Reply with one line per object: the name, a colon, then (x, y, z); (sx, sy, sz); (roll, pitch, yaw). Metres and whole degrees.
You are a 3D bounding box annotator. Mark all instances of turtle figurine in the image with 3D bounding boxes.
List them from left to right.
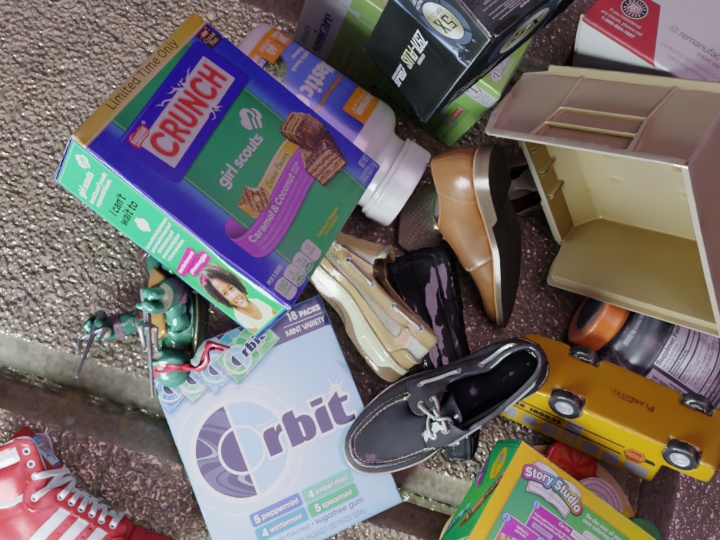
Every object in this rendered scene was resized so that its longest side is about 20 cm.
turtle figurine: (-0.176, 0.024, 0.764); (0.100, 0.149, 0.203); (15, 60, -39)

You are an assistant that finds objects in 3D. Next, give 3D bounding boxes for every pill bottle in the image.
pill bottle: (-0.037, -0.129, 0.840); (0.199, 0.112, 0.113); (32, 73, -5)
pill bottle: (0.301, 0.094, 0.878); (0.199, 0.106, 0.107); (34, 73, -4)

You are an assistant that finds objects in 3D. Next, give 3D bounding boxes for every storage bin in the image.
storage bin: (0.226, -0.064, 0.777); (0.094, 0.197, 0.201); (-51, 134, -21)

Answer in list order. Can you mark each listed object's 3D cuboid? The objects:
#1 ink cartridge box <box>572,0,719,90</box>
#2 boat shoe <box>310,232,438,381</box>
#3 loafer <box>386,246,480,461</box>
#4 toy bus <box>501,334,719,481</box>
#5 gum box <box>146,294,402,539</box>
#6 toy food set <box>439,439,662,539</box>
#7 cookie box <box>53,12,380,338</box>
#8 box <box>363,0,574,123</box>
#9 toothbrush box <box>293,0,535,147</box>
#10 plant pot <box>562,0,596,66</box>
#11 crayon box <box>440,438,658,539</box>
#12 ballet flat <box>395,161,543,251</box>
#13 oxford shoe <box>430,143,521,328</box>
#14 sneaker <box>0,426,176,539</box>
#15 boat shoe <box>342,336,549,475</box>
ink cartridge box: (0.301, -0.224, 0.771); (0.146, 0.083, 0.200); (39, 78, 20)
boat shoe: (0.000, 0.000, 0.827); (0.076, 0.072, 0.201); (-39, 80, 14)
loafer: (0.070, 0.080, 0.852); (0.069, 0.068, 0.204); (-12, 85, 14)
toy bus: (0.227, 0.131, 0.828); (0.198, 0.079, 0.065); (23, 53, 15)
gum box: (-0.077, 0.147, 0.808); (0.168, 0.045, 0.202); (-20, 83, -16)
toy food set: (0.179, 0.259, 0.845); (0.200, 0.049, 0.198); (41, 73, -2)
cookie box: (-0.108, -0.077, 0.715); (0.199, 0.075, 0.172); (38, 53, -9)
box: (0.116, -0.233, 0.719); (0.200, 0.164, 0.086); (-41, 89, -18)
toothbrush box: (0.047, -0.227, 0.862); (0.199, 0.146, 0.087); (32, 74, -4)
plant pot: (0.284, -0.176, 0.893); (0.175, 0.200, 0.202); (27, 74, 6)
crayon box: (0.179, 0.254, 0.790); (0.199, 0.058, 0.119); (36, 72, -4)
ballet flat: (0.125, -0.074, 0.893); (0.198, 0.062, 0.068); (-22, 84, -16)
oxford shoe: (0.110, -0.031, 0.849); (0.070, 0.202, 0.072); (3, 39, 26)
sneaker: (-0.237, 0.193, 0.748); (0.197, 0.071, 0.114); (8, 80, -9)
boat shoe: (0.072, 0.114, 0.777); (0.198, 0.063, 0.073); (-26, 77, -2)
